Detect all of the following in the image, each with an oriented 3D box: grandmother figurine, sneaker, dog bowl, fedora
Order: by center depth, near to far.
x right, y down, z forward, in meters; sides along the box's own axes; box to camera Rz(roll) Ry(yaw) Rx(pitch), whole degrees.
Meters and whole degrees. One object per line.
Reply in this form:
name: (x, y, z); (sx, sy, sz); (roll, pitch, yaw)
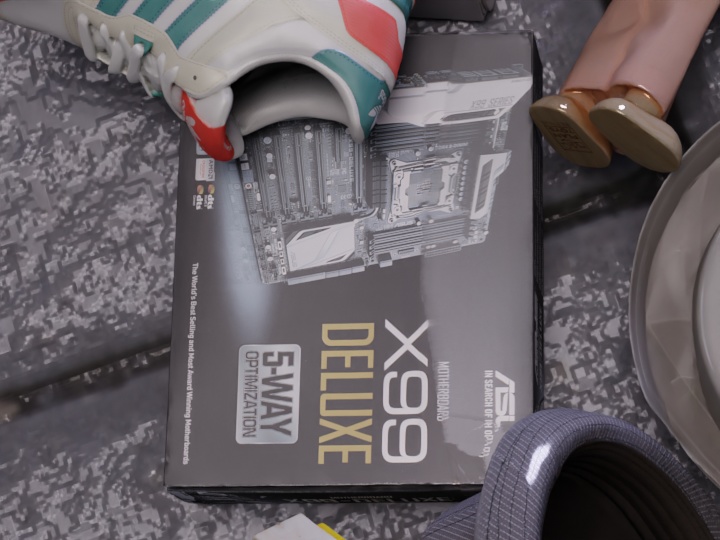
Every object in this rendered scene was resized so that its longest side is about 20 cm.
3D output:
fedora: (0.086, 0.154, 0.816); (0.090, 0.200, 0.177); (-24, 26, 36)
dog bowl: (0.210, 0.021, 0.864); (0.199, 0.059, 0.201); (-2, 76, 10)
sneaker: (-0.077, -0.098, 0.885); (0.199, 0.070, 0.094); (6, 68, 9)
grandmother figurine: (0.143, -0.136, 0.907); (0.121, 0.061, 0.200); (14, 66, 43)

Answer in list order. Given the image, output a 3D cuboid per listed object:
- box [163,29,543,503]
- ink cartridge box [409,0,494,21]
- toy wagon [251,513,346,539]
box: (0.000, 0.000, 0.909); (0.157, 0.050, 0.201); (-1, 75, 10)
ink cartridge box: (-0.033, -0.200, 0.949); (0.199, 0.084, 0.145); (5, 77, 11)
toy wagon: (0.002, 0.193, 0.816); (0.039, 0.155, 0.201); (-24, 116, -22)
